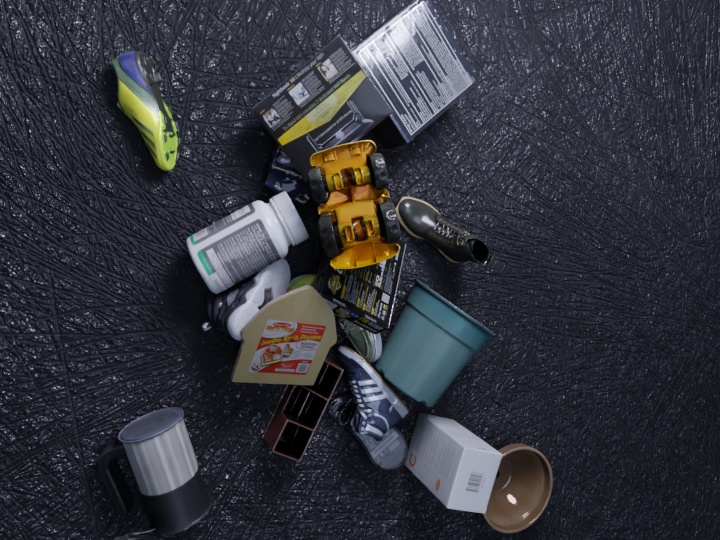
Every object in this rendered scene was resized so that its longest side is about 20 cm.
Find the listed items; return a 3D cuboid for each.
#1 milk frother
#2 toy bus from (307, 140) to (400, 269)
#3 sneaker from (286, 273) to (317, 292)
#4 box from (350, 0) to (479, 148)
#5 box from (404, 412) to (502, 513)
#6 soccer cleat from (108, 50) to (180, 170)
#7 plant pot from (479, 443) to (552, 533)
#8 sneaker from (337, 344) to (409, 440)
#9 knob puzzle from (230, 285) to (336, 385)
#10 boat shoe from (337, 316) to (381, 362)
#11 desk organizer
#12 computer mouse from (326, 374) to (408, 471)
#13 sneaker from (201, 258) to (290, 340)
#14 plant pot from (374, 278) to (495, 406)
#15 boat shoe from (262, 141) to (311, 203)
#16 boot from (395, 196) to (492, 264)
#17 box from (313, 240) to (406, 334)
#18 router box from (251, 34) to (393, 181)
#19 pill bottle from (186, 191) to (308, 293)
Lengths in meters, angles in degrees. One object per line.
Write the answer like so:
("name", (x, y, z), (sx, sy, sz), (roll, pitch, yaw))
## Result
("milk frother", (-0.365, 0.376, 1.013), (0.178, 0.200, 0.191), (-18, 103, -14))
("toy bus", (-0.010, -0.119, 1.047), (0.133, 0.192, 0.203), (-12, 99, 2))
("sneaker", (-0.137, 0.088, 1.124), (0.200, 0.090, 0.078), (-46, 108, -12))
("box", (0.085, -0.379, 1.134), (0.198, 0.123, 0.201), (-40, 107, -12))
("box", (0.189, 0.399, 1.233), (0.096, 0.200, 0.126), (16, 91, -22))
("soccer cleat", (-0.372, -0.270, 1.012), (0.082, 0.065, 0.203), (-10, 107, 10))
("plant pot", (0.339, 0.490, 1.363), (0.198, 0.093, 0.205), (-3, 99, -21))
("sneaker", (-0.001, 0.252, 1.180), (0.108, 0.070, 0.200), (-44, 100, -12))
("knob puzzle", (-0.129, 0.113, 1.060), (0.217, 0.030, 0.223), (-16, 124, -24))
("boat shoe", (-0.020, 0.093, 1.172), (0.062, 0.072, 0.203), (-23, 92, -42))
("desk organizer", (-0.114, 0.264, 1.162), (0.071, 0.077, 0.202), (27, 87, -22))
("computer mouse", (0.028, 0.330, 1.246), (0.138, 0.053, 0.202), (-33, 95, -12))
("sneaker", (-0.216, 0.045, 1.095), (0.201, 0.112, 0.076), (-58, 139, -42))
("plant pot", (0.140, 0.154, 1.197), (0.199, 0.200, 0.198), (33, 92, -22))
("boat shoe", (-0.094, -0.161, 1.127), (0.198, 0.075, 0.094), (27, 93, -14))
("boot", (0.173, -0.084, 1.199), (0.198, 0.138, 0.078), (32, 86, -21))
("box", (0.000, 0.000, 1.144), (0.158, 0.049, 0.203), (27, 58, -22))
("router box", (-0.065, -0.281, 1.033), (0.199, 0.052, 0.158), (-36, 100, 8))
("pill bottle", (-0.200, -0.054, 1.054), (0.198, 0.113, 0.114), (-29, 106, -6))
